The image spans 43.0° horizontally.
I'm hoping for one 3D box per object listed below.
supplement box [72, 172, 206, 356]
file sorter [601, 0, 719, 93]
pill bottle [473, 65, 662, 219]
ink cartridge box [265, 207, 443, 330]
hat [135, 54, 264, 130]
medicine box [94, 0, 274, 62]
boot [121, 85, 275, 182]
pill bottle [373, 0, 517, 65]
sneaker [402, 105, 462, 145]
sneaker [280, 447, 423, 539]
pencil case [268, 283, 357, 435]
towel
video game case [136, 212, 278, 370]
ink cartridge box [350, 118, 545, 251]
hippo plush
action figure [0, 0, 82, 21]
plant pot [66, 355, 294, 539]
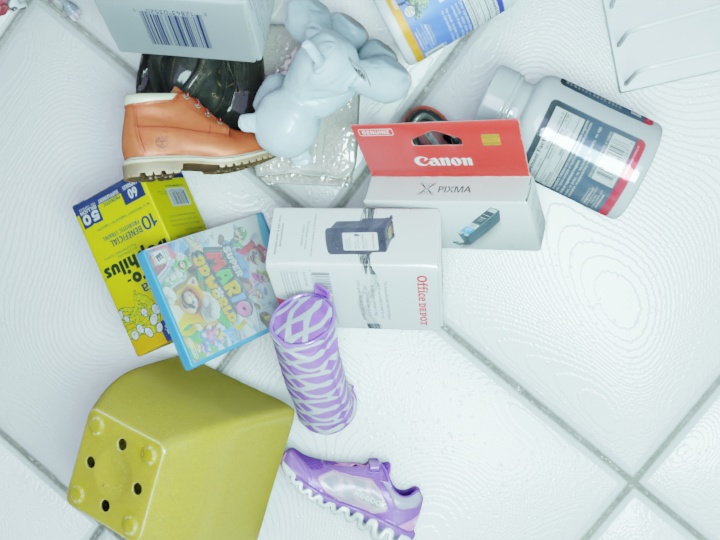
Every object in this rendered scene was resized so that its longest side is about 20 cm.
[{"bbox_3d":[-0.251,-0.013,1.139,0.108,0.109,0.202,-24,90,18],"label":"supplement box"},{"bbox_3d":[0.349,-0.321,1.029,0.137,0.124,0.203,-11,92,10],"label":"file sorter"},{"bbox_3d":[0.233,-0.155,1.059,0.198,0.120,0.121,27,97,6],"label":"pill bottle"},{"bbox_3d":[0.000,0.000,1.083,0.197,0.145,0.085,1,58,7],"label":"ink cartridge box"},{"bbox_3d":[-0.213,-0.234,1.131,0.198,0.081,0.204,1,92,15],"label":"hat"},{"bbox_3d":[-0.192,-0.362,1.080,0.179,0.103,0.202,6,64,8],"label":"medicine box"},{"bbox_3d":[-0.184,-0.165,1.078,0.198,0.075,0.109,-6,87,-29],"label":"boot"},{"bbox_3d":[0.116,-0.338,1.069,0.198,0.112,0.113,-30,89,9],"label":"pill bottle"},{"bbox_3d":[0.122,-0.115,1.096,0.200,0.082,0.077,42,97,0],"label":"sneaker"},{"bbox_3d":[-0.005,0.268,1.148,0.199,0.080,0.089,30,91,1],"label":"sneaker"},{"bbox_3d":[-0.050,0.113,1.082,0.084,0.201,0.085,32,62,30],"label":"pencil case"},{"bbox_3d":[-0.066,-0.206,1.144,0.131,0.034,0.203,2,94,8],"label":"towel"},{"bbox_3d":[-0.161,0.019,1.099,0.018,0.199,0.145,-24,90,40],"label":"video game case"},{"bbox_3d":[0.098,-0.092,1.040,0.197,0.177,0.045,2,56,24],"label":"ink cartridge box"},{"bbox_3d":[-0.044,-0.196,1.056,0.158,0.201,0.161,24,118,-23],"label":"hippo plush"},{"bbox_3d":[-0.402,-0.402,1.133,0.133,0.149,0.202,28,83,0],"label":"action figure"},{"bbox_3d":[-0.230,0.227,1.088,0.194,0.199,0.197,20,96,26],"label":"plant pot"}]
